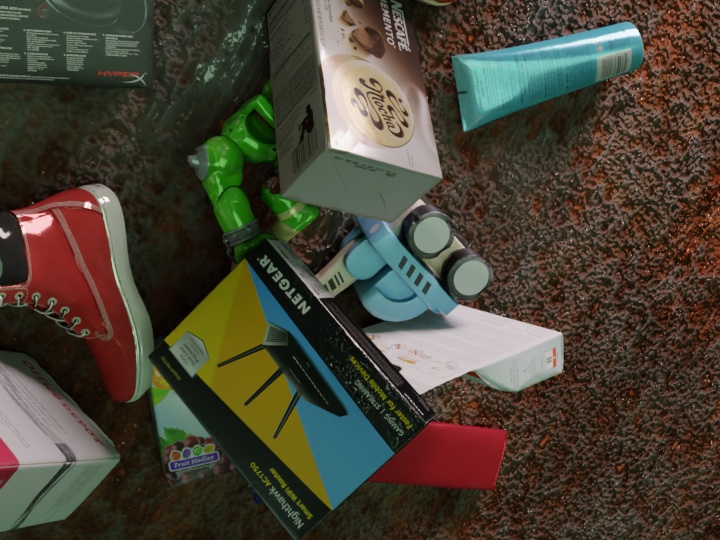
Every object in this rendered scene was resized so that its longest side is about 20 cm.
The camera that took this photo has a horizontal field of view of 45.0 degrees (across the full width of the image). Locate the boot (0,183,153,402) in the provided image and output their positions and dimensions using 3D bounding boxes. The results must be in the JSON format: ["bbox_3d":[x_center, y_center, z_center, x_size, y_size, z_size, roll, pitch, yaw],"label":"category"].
[{"bbox_3d":[-0.261,0.038,0.749,0.144,0.072,0.201,-27,111,-48],"label":"boot"}]

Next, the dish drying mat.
[{"bbox_3d":[0.073,0.207,0.988,0.199,0.018,0.077,10,101,-22],"label":"dish drying mat"}]

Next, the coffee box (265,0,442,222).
[{"bbox_3d":[-0.010,-0.154,0.746,0.113,0.080,0.201,11,58,-32],"label":"coffee box"}]

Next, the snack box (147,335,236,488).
[{"bbox_3d":[-0.109,0.122,0.874,0.199,0.053,0.143,-11,107,-18],"label":"snack box"}]

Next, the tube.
[{"bbox_3d":[0.192,-0.207,0.898,0.199,0.050,0.078,-17,107,-10],"label":"tube"}]

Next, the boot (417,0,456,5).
[{"bbox_3d":[0.026,-0.300,0.773,0.199,0.107,0.075,18,100,-23],"label":"boot"}]

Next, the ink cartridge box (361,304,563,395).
[{"bbox_3d":[0.074,0.088,0.841,0.199,0.162,0.050,-18,111,-38],"label":"ink cartridge box"}]

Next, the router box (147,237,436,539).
[{"bbox_3d":[-0.058,0.096,0.722,0.149,0.051,0.200,-44,79,11],"label":"router box"}]

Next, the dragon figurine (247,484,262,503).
[{"bbox_3d":[-0.080,0.109,0.797,0.059,0.099,0.201,-1,104,-20],"label":"dragon figurine"}]

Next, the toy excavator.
[{"bbox_3d":[0.000,0.000,0.864,0.200,0.100,0.194,-43,114,5],"label":"toy excavator"}]

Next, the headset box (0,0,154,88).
[{"bbox_3d":[-0.240,-0.253,0.690,0.148,0.075,0.201,-2,114,-20],"label":"headset box"}]

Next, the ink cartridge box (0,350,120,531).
[{"bbox_3d":[-0.309,0.133,0.700,0.145,0.200,0.083,41,91,16],"label":"ink cartridge box"}]

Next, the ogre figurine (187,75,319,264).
[{"bbox_3d":[-0.072,-0.105,0.795,0.200,0.098,0.120,-43,110,-7],"label":"ogre figurine"}]
